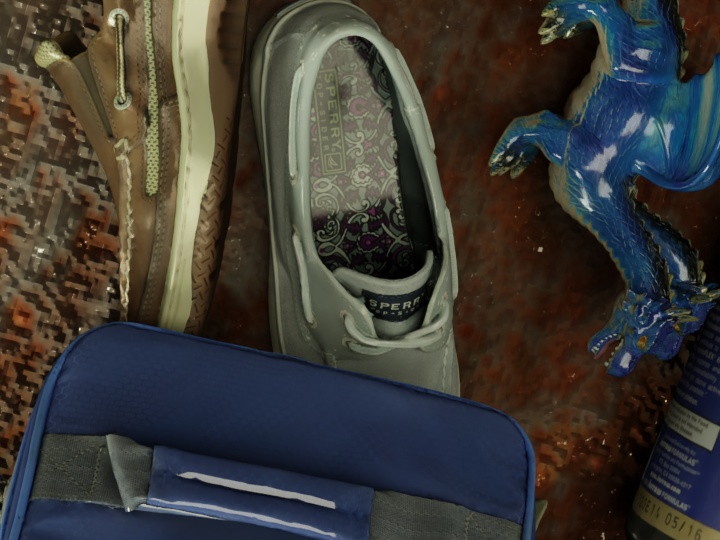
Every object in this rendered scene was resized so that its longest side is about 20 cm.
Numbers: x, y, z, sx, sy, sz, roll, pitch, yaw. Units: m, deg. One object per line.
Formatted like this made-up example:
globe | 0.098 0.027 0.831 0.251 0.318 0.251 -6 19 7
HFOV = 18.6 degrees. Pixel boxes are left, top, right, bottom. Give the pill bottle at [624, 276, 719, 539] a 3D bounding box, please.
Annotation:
pill bottle | 0.186 0.034 0.855 0.112 0.112 0.200 18 96 -16

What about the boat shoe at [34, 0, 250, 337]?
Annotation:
boat shoe | -0.080 -0.071 0.798 0.075 0.075 0.203 7 93 -1

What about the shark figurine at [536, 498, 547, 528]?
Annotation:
shark figurine | 0.098 0.167 0.842 0.128 0.214 0.090 -55 127 -27

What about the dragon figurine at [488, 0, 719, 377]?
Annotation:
dragon figurine | 0.113 -0.062 0.824 0.099 0.059 0.200 23 96 15

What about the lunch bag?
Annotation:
lunch bag | -0.042 0.103 0.768 0.200 0.136 0.132 12 142 -7

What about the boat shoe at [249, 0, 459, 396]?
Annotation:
boat shoe | 0.001 -0.001 0.823 0.070 0.072 0.201 -14 105 -12
